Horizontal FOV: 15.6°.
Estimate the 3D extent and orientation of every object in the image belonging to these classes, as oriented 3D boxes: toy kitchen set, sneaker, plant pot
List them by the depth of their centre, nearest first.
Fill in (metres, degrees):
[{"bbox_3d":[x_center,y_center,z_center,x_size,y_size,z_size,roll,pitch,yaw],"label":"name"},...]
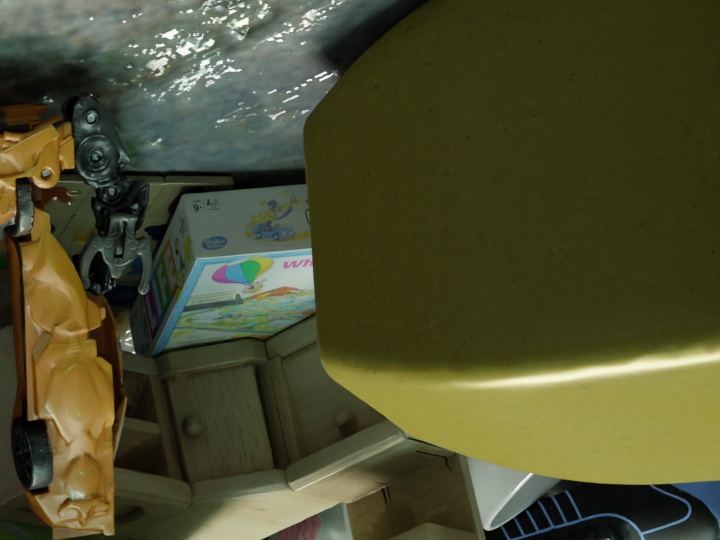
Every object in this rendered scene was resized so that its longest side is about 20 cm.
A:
[{"bbox_3d":[0.088,-0.013,1.094,0.199,0.196,0.194,-13,157,19],"label":"plant pot"},{"bbox_3d":[-0.038,0.089,1.184,0.200,0.164,0.180,-28,154,30],"label":"toy kitchen set"},{"bbox_3d":[0.100,0.153,1.386,0.200,0.070,0.078,-14,-163,27],"label":"sneaker"}]

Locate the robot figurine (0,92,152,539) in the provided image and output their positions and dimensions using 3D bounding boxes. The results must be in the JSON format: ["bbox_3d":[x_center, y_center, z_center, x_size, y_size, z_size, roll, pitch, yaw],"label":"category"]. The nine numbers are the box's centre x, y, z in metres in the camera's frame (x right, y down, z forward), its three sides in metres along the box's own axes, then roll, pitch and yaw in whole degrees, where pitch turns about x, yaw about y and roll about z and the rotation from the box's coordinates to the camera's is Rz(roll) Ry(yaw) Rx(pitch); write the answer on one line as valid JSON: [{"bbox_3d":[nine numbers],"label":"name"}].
[{"bbox_3d":[-0.157,0.018,1.084,0.145,0.201,0.058,-8,-164,-23],"label":"robot figurine"}]

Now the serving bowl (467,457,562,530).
[{"bbox_3d":[0.116,0.040,1.315,0.200,0.066,0.200,-41,170,-8],"label":"serving bowl"}]

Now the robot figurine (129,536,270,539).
[{"bbox_3d":[-0.079,0.136,1.437,0.199,0.150,0.125,3,122,-28],"label":"robot figurine"}]

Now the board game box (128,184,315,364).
[{"bbox_3d":[0.000,0.000,1.257,0.199,0.034,0.135,-5,156,-20],"label":"board game box"}]

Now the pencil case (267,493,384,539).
[{"bbox_3d":[-0.028,0.175,1.333,0.083,0.091,0.200,31,116,-20],"label":"pencil case"}]

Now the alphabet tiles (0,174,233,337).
[{"bbox_3d":[-0.148,-0.005,1.226,0.199,0.006,0.166,0,154,-24],"label":"alphabet tiles"}]

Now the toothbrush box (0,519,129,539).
[{"bbox_3d":[-0.142,0.166,1.212,0.145,0.086,0.200,23,179,-37],"label":"toothbrush box"}]

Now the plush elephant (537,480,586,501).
[{"bbox_3d":[0.154,0.118,1.483,0.165,0.155,0.200,-56,-174,6],"label":"plush elephant"}]
